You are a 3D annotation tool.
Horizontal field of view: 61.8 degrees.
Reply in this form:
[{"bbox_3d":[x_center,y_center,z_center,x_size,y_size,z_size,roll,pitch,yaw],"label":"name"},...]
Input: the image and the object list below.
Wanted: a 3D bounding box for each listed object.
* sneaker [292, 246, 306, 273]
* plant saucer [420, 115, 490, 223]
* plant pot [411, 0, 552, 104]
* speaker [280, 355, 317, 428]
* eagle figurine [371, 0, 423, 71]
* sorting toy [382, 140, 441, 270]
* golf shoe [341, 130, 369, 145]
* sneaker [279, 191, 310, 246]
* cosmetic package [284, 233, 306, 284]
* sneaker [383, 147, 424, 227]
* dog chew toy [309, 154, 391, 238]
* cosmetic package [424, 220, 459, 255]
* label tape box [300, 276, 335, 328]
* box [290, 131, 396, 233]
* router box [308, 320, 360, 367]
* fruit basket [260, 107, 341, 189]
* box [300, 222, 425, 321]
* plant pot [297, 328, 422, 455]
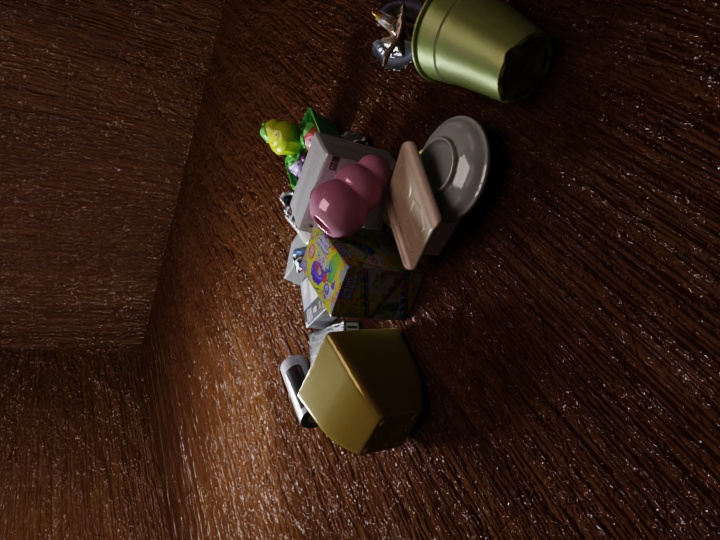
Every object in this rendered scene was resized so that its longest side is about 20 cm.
[{"bbox_3d":[-0.079,-0.013,1.515,0.198,0.071,0.084,7,107,21],"label":"sneaker"},{"bbox_3d":[0.157,-0.192,1.125,0.199,0.050,0.202,-14,74,57],"label":"plant saucer"},{"bbox_3d":[0.222,-0.385,1.040,0.190,0.199,0.201,47,125,38],"label":"plant pot"},{"bbox_3d":[-0.154,0.325,1.631,0.082,0.081,0.201,-65,34,28],"label":"speaker"},{"bbox_3d":[0.089,-0.545,1.363,0.151,0.152,0.200,-28,15,10],"label":"eagle figurine"},{"bbox_3d":[0.102,-0.122,1.169,0.200,0.036,0.187,114,143,-63],"label":"sorting toy"},{"bbox_3d":[-0.051,-0.265,1.515,0.094,0.078,0.201,23,81,51],"label":"golf shoe"},{"bbox_3d":[-0.159,-0.132,1.547,0.072,0.072,0.201,-57,41,28],"label":"sneaker"},{"bbox_3d":[-0.133,-0.081,1.638,0.200,0.051,0.152,-49,26,37],"label":"cosmetic package"},{"bbox_3d":[0.123,-0.169,1.275,0.083,0.074,0.201,39,118,27],"label":"sneaker"},{"bbox_3d":[-0.013,-0.164,1.259,0.200,0.125,0.124,-47,30,-11],"label":"dog chew toy"},{"bbox_3d":[0.168,-0.133,1.192,0.201,0.050,0.083,-62,37,32],"label":"cosmetic package"},{"bbox_3d":[-0.085,0.047,1.577,0.200,0.066,0.145,-47,46,48],"label":"label tape box"},{"bbox_3d":[-0.035,-0.187,1.396,0.200,0.198,0.131,-66,27,27],"label":"box"},{"bbox_3d":[-0.066,0.218,1.525,0.200,0.051,0.151,-24,66,56],"label":"router box"},{"bbox_3d":[-0.176,-0.347,1.676,0.216,0.214,0.156,-57,40,37],"label":"fruit basket"},{"bbox_3d":[0.000,0.000,1.315,0.200,0.191,0.123,53,129,50],"label":"box"},{"bbox_3d":[0.017,0.262,1.250,0.200,0.194,0.195,54,130,40],"label":"plant pot"}]
